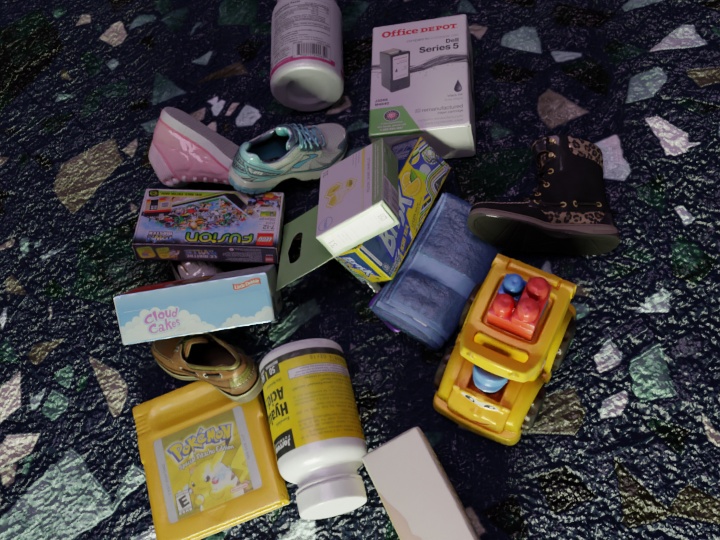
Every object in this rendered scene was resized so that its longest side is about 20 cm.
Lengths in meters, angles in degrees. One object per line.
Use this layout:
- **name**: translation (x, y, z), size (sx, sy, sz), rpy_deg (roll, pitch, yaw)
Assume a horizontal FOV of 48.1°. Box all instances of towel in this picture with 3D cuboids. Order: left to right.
- **towel**: translation (0.110, -0.001, 1.069), size (0.112, 0.049, 0.200), rpy_deg (30, 74, 13)

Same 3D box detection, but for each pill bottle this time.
- **pill bottle**: translation (-0.083, -0.361, 1.261), size (0.113, 0.113, 0.200), rpy_deg (-7, 63, 11)
- **pill bottle**: translation (-0.054, 0.194, 0.991), size (0.111, 0.111, 0.200), rpy_deg (-19, 62, 5)

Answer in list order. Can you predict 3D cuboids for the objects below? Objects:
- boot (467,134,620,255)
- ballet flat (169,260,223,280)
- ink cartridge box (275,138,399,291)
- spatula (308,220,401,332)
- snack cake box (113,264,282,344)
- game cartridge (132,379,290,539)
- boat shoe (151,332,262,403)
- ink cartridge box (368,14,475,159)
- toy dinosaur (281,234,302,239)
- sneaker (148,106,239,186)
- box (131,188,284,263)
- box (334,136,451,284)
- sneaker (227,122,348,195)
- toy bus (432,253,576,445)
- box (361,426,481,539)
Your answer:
- **boot**: translation (0.239, -0.104, 1.061), size (0.200, 0.073, 0.151), rpy_deg (6, 63, -4)
- **ballet flat**: translation (-0.255, -0.017, 1.171), size (0.067, 0.062, 0.200), rpy_deg (-38, 62, -4)
- **ink cartridge box**: translation (-0.041, -0.074, 1.063), size (0.200, 0.048, 0.146), rpy_deg (-26, 36, 22)
- **spatula**: translation (0.000, 0.000, 1.109), size (0.057, 0.021, 0.200), rpy_deg (-43, 78, -8)
- **snack cake box**: translation (-0.211, 0.044, 1.078), size (0.200, 0.115, 0.067), rpy_deg (-9, 96, 1)
- **game cartridge**: translation (-0.200, 0.239, 1.053), size (0.176, 0.032, 0.200), rpy_deg (-23, 62, 3)
- **boat shoe**: translation (-0.213, 0.109, 1.076), size (0.200, 0.068, 0.072), rpy_deg (13, 55, 35)
- **ink cartridge box**: translation (0.092, -0.266, 1.187), size (0.145, 0.084, 0.200), rpy_deg (-5, 64, 13)
- **toy dinosaur**: translation (-0.027, -0.082, 1.158), size (0.200, 0.060, 0.106), rpy_deg (-45, 47, 4)
- **sneaker**: translation (-0.238, -0.155, 1.234), size (0.200, 0.075, 0.105), rpy_deg (34, 109, 7)
- **box**: translation (-0.211, -0.064, 1.144), size (0.200, 0.035, 0.110), rpy_deg (1, 51, -1)
- **box**: translation (0.043, -0.081, 1.088), size (0.064, 0.070, 0.200), rpy_deg (-10, 44, 53)
- **sneaker**: translation (-0.093, -0.174, 1.163), size (0.200, 0.086, 0.078), rpy_deg (-28, 70, -29)
- **toy bus**: translation (0.171, 0.083, 0.935), size (0.136, 0.192, 0.200), rpy_deg (24, 75, 14)
- **box**: translation (0.085, 0.290, 0.921), size (0.078, 0.095, 0.200), rpy_deg (-29, 60, 0)
